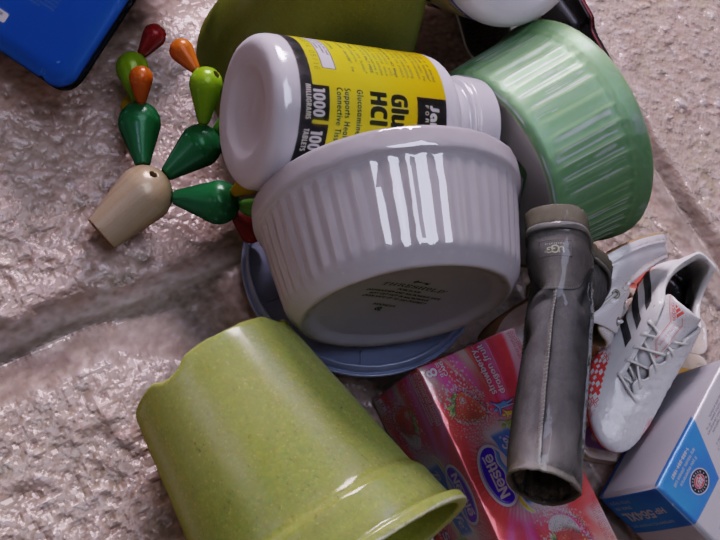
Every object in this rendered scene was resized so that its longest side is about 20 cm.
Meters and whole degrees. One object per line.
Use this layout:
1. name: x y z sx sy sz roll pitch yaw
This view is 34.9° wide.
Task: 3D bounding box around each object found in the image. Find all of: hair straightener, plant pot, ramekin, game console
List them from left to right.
1. game console: -0.245 -0.250 0.939 0.199 0.118 0.172 33 89 14
2. plant pot: -0.058 0.143 0.802 0.199 0.201 0.185 -25 68 -30
3. plant pot: -0.022 -0.217 0.945 0.185 0.200 0.189 9 65 -20
4. ramekin: 0.024 -0.015 0.828 0.200 0.202 0.095 0 67 -23
5. ramekin: 0.144 -0.101 0.976 0.097 0.200 0.201 -28 81 -22
6. hair straightener: 0.209 -0.219 1.146 0.076 0.041 0.202 -21 83 -29

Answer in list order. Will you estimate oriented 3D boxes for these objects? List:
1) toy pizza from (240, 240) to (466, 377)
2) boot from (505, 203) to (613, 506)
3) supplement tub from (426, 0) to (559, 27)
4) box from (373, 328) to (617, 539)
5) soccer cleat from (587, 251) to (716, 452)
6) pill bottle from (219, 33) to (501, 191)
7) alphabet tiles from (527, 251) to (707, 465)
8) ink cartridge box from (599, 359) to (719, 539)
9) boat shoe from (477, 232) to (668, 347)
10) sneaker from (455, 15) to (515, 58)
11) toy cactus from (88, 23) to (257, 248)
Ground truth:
1. toy pizza: 0.000 0.000 0.945 0.197 0.032 0.202 4 59 -6
2. boot: 0.151 0.073 0.853 0.072 0.182 0.203 -8 67 21
3. supplement tub: 0.087 -0.300 0.998 0.144 0.200 0.147 -11 115 -25
4. box: 0.106 0.163 0.903 0.102 0.095 0.202 -18 77 -28
5. soccer cleat: 0.254 0.066 0.996 0.068 0.085 0.201 36 60 -6
6. pill bottle: 0.003 -0.112 0.864 0.198 0.112 0.114 1 68 -30
7. alphabet tiles: 0.239 0.079 1.043 0.193 0.015 0.202 13 65 -18
8. ink cartridge box: 0.325 0.201 0.981 0.200 0.084 0.146 44 59 -8
9. boat shoe: 0.197 0.036 0.999 0.199 0.071 0.070 -30 78 -16
10. sneaker: 0.124 -0.264 1.119 0.084 0.072 0.202 30 44 -49
11. toy cactus: -0.147 -0.086 0.912 0.165 0.102 0.200 -43 90 -11
